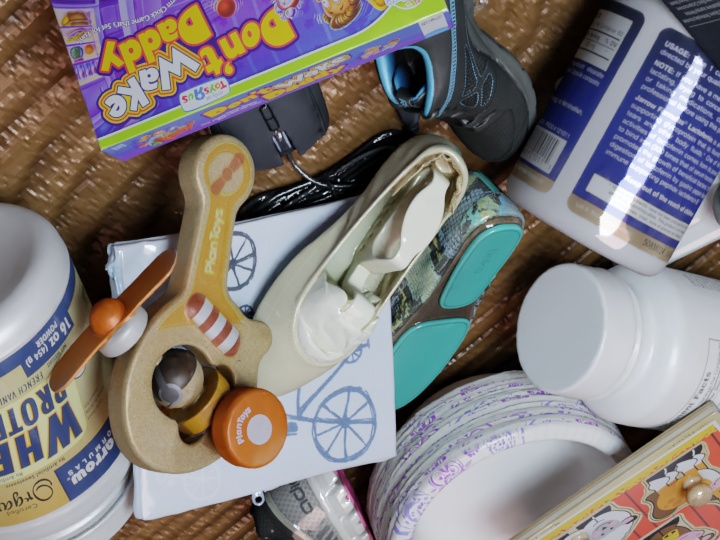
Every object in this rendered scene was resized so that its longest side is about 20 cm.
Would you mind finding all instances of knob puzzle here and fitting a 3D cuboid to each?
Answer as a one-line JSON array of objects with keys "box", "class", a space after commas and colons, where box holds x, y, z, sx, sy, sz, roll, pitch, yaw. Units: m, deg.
[{"box": [0.222, 0.194, 1.185, 0.217, 0.031, 0.221, -17, 140, -15], "class": "knob puzzle"}]

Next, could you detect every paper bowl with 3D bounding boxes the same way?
[{"box": [0.101, 0.158, 1.203, 0.198, 0.105, 0.202, -10, 129, -13], "class": "paper bowl"}]

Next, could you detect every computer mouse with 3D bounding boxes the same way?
[{"box": [-0.031, -0.107, 0.986, 0.139, 0.046, 0.201, -22, 131, -3], "class": "computer mouse"}]

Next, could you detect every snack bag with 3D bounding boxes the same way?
[{"box": [-0.065, 0.057, 1.025, 0.198, 0.021, 0.191, -13, 110, -28], "class": "snack bag"}]

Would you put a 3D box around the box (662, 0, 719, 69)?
[{"box": [0.225, -0.214, 0.885, 0.148, 0.107, 0.200, -43, 97, -4], "class": "box"}]

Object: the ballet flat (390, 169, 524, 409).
[{"box": [0.048, 0.011, 1.092, 0.073, 0.075, 0.201, 11, 132, -27], "class": "ballet flat"}]

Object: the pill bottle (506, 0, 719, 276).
[{"box": [0.184, -0.108, 1.001, 0.115, 0.116, 0.201, 24, 99, -33], "class": "pill bottle"}]

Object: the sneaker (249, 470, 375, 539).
[{"box": [-0.027, 0.225, 1.230, 0.087, 0.074, 0.201, -24, 126, -1], "class": "sneaker"}]

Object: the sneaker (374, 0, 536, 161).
[{"box": [0.045, -0.118, 0.962, 0.083, 0.073, 0.200, -63, 144, -20], "class": "sneaker"}]

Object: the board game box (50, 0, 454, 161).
[{"box": [-0.065, -0.160, 0.862, 0.198, 0.136, 0.045, -21, 174, 6], "class": "board game box"}]

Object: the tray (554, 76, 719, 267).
[{"box": [0.209, -0.074, 1.118, 0.106, 0.022, 0.201, -27, 131, -1], "class": "tray"}]

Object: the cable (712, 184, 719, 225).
[{"box": [0.319, -0.043, 1.151, 0.199, 0.050, 0.098, 36, 72, -32], "class": "cable"}]

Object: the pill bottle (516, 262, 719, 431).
[{"box": [0.211, 0.055, 1.143, 0.198, 0.115, 0.115, 12, 122, -37], "class": "pill bottle"}]

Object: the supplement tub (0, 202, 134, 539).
[{"box": [-0.220, 0.075, 0.991, 0.143, 0.145, 0.201, -21, 131, -4], "class": "supplement tub"}]

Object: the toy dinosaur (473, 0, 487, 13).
[{"box": [0.049, -0.227, 0.926, 0.088, 0.048, 0.200, -29, 128, 12], "class": "toy dinosaur"}]

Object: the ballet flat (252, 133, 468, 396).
[{"box": [0.000, 0.000, 0.993, 0.069, 0.069, 0.201, 39, 85, -38], "class": "ballet flat"}]

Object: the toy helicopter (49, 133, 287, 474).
[{"box": [-0.105, 0.017, 0.940, 0.131, 0.078, 0.203, 13, 82, -37], "class": "toy helicopter"}]
